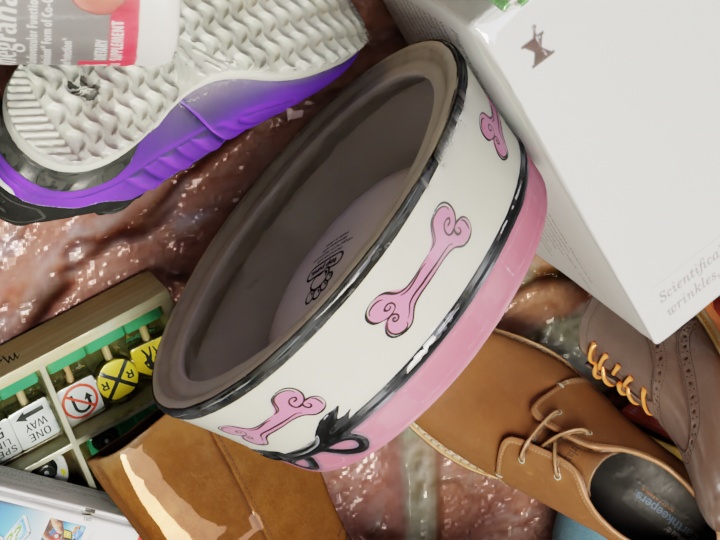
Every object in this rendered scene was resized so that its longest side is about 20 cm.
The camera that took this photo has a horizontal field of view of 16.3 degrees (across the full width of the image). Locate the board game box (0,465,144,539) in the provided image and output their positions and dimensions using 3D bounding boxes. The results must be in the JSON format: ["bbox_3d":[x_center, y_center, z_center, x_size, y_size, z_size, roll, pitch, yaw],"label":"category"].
[{"bbox_3d":[-0.171,0.190,1.162,0.126,0.035,0.201,19,103,-33],"label":"board game box"}]

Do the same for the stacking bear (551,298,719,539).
[{"bbox_3d":[0.162,0.110,1.287,0.201,0.121,0.114,-67,165,3],"label":"stacking bear"}]

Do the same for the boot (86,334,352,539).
[{"bbox_3d":[-0.010,0.124,1.184,0.188,0.068,0.201,-30,93,-24],"label":"boot"}]

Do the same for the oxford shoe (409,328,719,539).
[{"bbox_3d":[0.094,0.080,1.208,0.199,0.071,0.072,29,89,7],"label":"oxford shoe"}]

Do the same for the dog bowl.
[{"bbox_3d":[0.000,0.000,1.091,0.074,0.200,0.200,39,91,-19],"label":"dog bowl"}]

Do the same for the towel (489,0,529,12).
[{"bbox_3d":[0.102,-0.201,1.089,0.200,0.153,0.023,-38,127,-6],"label":"towel"}]

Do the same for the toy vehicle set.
[{"bbox_3d":[-0.160,0.099,1.165,0.199,0.027,0.125,-28,122,-13],"label":"toy vehicle set"}]

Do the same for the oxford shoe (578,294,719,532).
[{"bbox_3d":[0.144,0.050,1.204,0.072,0.201,0.072,-11,135,0],"label":"oxford shoe"}]

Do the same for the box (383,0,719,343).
[{"bbox_3d":[0.140,-0.115,1.159,0.199,0.131,0.201,-37,123,-7],"label":"box"}]

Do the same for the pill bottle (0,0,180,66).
[{"bbox_3d":[-0.171,-0.136,0.989,0.198,0.111,0.112,0,113,-8],"label":"pill bottle"}]

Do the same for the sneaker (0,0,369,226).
[{"bbox_3d":[-0.088,-0.074,1.104,0.199,0.070,0.100,-25,163,-38],"label":"sneaker"}]
